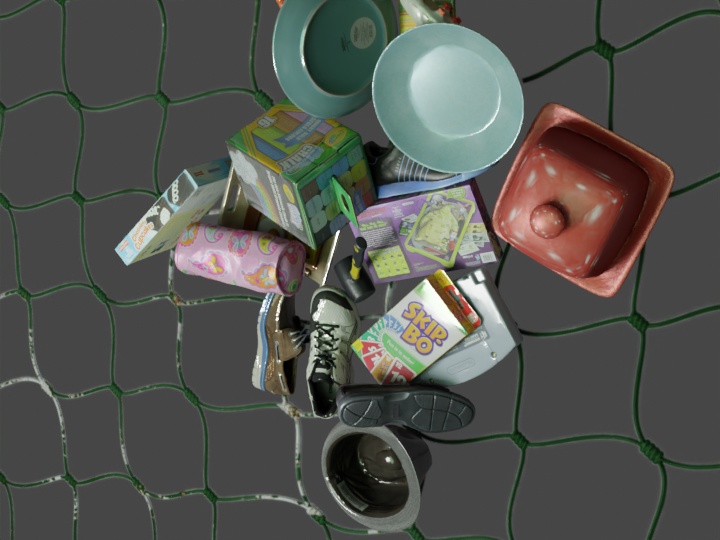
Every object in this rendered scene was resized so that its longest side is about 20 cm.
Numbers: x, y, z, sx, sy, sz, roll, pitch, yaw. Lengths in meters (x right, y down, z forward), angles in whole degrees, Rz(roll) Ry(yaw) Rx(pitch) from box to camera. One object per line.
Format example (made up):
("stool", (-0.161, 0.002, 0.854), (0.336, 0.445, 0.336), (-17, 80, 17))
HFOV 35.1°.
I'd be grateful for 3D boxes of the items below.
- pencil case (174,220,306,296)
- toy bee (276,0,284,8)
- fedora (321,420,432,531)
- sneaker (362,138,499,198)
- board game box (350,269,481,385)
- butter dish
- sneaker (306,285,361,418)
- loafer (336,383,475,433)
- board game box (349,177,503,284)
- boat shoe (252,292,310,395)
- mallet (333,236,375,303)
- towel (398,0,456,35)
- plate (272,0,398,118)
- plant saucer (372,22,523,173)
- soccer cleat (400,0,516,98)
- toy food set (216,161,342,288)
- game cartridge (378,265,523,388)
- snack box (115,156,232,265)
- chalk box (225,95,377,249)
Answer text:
("pencil case", (-0.176, -0.019, 1.667), (0.199, 0.087, 0.088), (10, 109, 31))
("toy bee", (-0.065, -0.337, 1.542), (0.131, 0.108, 0.202), (-147, 60, -69))
("fedora", (0.037, 0.287, 1.676), (0.199, 0.090, 0.178), (-23, 89, 44))
("sneaker", (0.088, -0.152, 1.530), (0.199, 0.070, 0.078), (-10, 107, 33))
("board game box", (0.076, 0.089, 1.590), (0.096, 0.030, 0.200), (52, 126, 8))
("butter dish", (0.253, -0.075, 1.411), (0.199, 0.148, 0.201), (33, 118, 19))
("sneaker", (-0.042, 0.123, 1.664), (0.075, 0.088, 0.202), (2, 113, 13))
("loafer", (0.062, 0.182, 1.601), (0.198, 0.063, 0.072), (4, 119, -14))
("board game box", (0.086, -0.052, 1.569), (0.199, 0.032, 0.121), (-10, 119, 31))
("boat shoe", (-0.113, 0.101, 1.728), (0.072, 0.072, 0.201), (20, 124, 17))
("mallet", (0.000, 0.000, 1.573), (0.041, 0.200, 0.066), (-29, 85, -10))
("towel", (0.092, -0.300, 1.517), (0.085, 0.018, 0.202), (6, 107, 32))
("plate", (-0.025, -0.296, 1.482), (0.026, 0.199, 0.202), (27, 120, 50))
("plant saucer", (0.114, -0.221, 1.439), (0.199, 0.039, 0.202), (12, 124, 18))
("soccer cleat", (0.114, -0.279, 1.462), (0.200, 0.069, 0.078), (44, 114, -4))
("toy food set", (-0.118, -0.069, 1.680), (0.199, 0.060, 0.144), (27, 116, 21))
("game cartridge", (0.127, 0.089, 1.591), (0.199, 0.041, 0.134), (-27, 94, 39))
("snack box", (-0.277, -0.091, 1.734), (0.200, 0.116, 0.037), (-42, 82, 32))
("chalk box", (-0.064, -0.127, 1.541), (0.199, 0.124, 0.125), (33, 152, 36))
